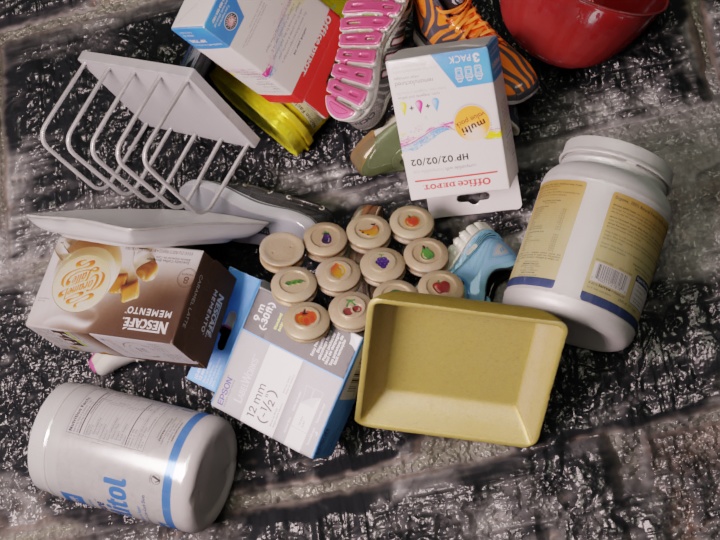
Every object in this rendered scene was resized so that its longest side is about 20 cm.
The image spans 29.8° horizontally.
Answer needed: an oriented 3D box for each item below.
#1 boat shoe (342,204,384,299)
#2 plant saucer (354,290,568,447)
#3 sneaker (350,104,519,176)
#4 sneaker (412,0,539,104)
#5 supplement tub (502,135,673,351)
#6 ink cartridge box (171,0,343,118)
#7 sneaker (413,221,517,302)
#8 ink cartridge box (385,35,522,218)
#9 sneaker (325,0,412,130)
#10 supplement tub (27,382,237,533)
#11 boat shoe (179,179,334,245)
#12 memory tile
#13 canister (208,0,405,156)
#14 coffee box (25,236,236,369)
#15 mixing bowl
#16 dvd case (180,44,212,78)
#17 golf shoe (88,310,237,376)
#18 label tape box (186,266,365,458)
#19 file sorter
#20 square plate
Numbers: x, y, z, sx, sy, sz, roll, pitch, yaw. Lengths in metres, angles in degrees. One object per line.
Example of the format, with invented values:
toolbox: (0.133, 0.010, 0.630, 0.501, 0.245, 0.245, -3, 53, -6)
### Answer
boat shoe: (0.011, 0.028, 1.529, 0.074, 0.076, 0.200, 7, 82, 11)
plant saucer: (0.101, 0.094, 1.412, 0.199, 0.200, 0.049, 7, 45, 1)
sneaker: (0.093, -0.149, 1.562, 0.200, 0.067, 0.090, -30, 62, 0)
sneaker: (0.119, -0.270, 1.525, 0.078, 0.112, 0.200, -37, 53, -18)
supplement tub: (0.247, -0.028, 1.443, 0.144, 0.144, 0.200, 16, 77, 19)
ink cartridge box: (-0.101, -0.267, 1.523, 0.067, 0.200, 0.116, 8, 70, 48)
sneaker: (0.104, 0.043, 1.494, 0.090, 0.078, 0.200, 36, 84, 19)
ink cartridge box: (0.106, -0.147, 1.491, 0.115, 0.068, 0.200, -6, 109, 17)
sneaker: (0.019, -0.247, 1.547, 0.074, 0.087, 0.200, 8, 73, 27)
supplement tub: (-0.250, 0.206, 1.501, 0.200, 0.132, 0.132, 10, 75, 18)
boat shoe: (-0.122, -0.069, 1.600, 0.200, 0.069, 0.057, 19, 43, 26)
memory tile: (0.000, 0.000, 1.458, 0.200, 0.017, 0.153, -13, 51, -9)
canister: (-0.061, -0.258, 1.629, 0.148, 0.087, 0.200, 41, 84, 21)
coffee box: (-0.253, 0.035, 1.497, 0.200, 0.080, 0.115, 6, 68, 28)
mixing bowl: (0.235, -0.299, 1.530, 0.200, 0.200, 0.109, 40, 127, 22)
dvd case: (-0.187, -0.270, 1.618, 0.018, 0.200, 0.143, 27, 77, -14)
golf shoe: (-0.223, 0.077, 1.570, 0.200, 0.075, 0.092, -34, 88, 12)
label tape box: (-0.097, 0.097, 1.478, 0.200, 0.066, 0.144, 25, 96, 19)
file sorter: (-0.249, -0.156, 1.576, 0.200, 0.139, 0.125, 14, 70, 39)
square plate: (-0.239, -0.049, 1.526, 0.200, 0.198, 0.029, 9, 99, 43)
